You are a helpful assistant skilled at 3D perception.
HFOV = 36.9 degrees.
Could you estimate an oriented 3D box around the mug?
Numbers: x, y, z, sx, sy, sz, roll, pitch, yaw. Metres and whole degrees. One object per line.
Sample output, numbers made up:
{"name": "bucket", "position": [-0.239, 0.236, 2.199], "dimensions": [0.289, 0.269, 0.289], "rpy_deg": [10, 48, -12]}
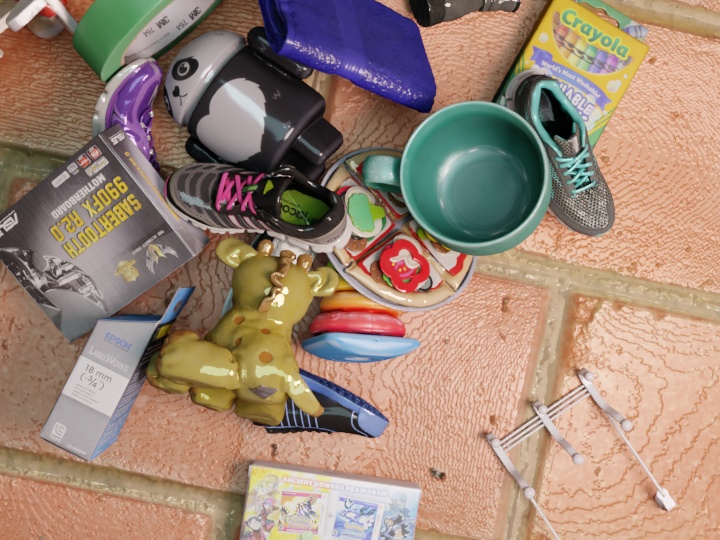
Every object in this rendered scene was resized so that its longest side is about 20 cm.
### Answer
{"name": "mug", "position": [0.114, -0.101, 1.148], "dimensions": [0.185, 0.114, 0.152], "rpy_deg": [39, 94, 15]}

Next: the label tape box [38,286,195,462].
{"name": "label tape box", "position": [-0.258, 0.093, 1.163], "dimensions": [0.063, 0.144, 0.201], "rpy_deg": [27, 88, -2]}

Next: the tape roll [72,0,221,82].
{"name": "tape roll", "position": [-0.209, -0.280, 1.131], "dimensions": [0.200, 0.200, 0.048], "rpy_deg": [-40, 94, -3]}

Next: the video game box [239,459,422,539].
{"name": "video game box", "position": [-0.042, 0.321, 1.232], "dimensions": [0.199, 0.047, 0.183], "rpy_deg": [9, 92, -5]}

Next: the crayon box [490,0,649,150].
{"name": "crayon box", "position": [0.241, -0.226, 1.242], "dimensions": [0.125, 0.052, 0.201], "rpy_deg": [29, 88, -4]}

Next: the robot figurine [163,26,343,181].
{"name": "robot figurine", "position": [-0.119, -0.172, 1.175], "dimensions": [0.200, 0.125, 0.150], "rpy_deg": [37, 83, 0]}

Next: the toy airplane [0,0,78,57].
{"name": "toy airplane", "position": [-0.351, -0.297, 1.151], "dimensions": [0.199, 0.141, 0.200], "rpy_deg": [-6, 61, 13]}

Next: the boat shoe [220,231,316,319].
{"name": "boat shoe", "position": [-0.094, -0.005, 1.216], "dimensions": [0.076, 0.060, 0.200], "rpy_deg": [37, 86, -17]}

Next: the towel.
{"name": "towel", "position": [-0.016, -0.247, 1.158], "dimensions": [0.199, 0.050, 0.148], "rpy_deg": [17, 45, -31]}

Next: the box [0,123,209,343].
{"name": "box", "position": [-0.286, -0.036, 1.155], "dimensions": [0.200, 0.048, 0.159], "rpy_deg": [-32, 101, 24]}

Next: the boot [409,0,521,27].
{"name": "boot", "position": [0.104, -0.378, 1.232], "dimensions": [0.130, 0.068, 0.201], "rpy_deg": [-17, 90, -17]}

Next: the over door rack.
{"name": "over door rack", "position": [0.258, 0.235, 1.243], "dimensions": [0.147, 0.067, 0.200], "rpy_deg": [-33, 93, -2]}

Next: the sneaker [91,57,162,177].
{"name": "sneaker", "position": [-0.244, -0.132, 1.177], "dimensions": [0.083, 0.081, 0.201], "rpy_deg": [23, 110, 15]}

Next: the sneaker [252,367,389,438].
{"name": "sneaker", "position": [-0.069, 0.155, 1.219], "dimensions": [0.199, 0.070, 0.078], "rpy_deg": [25, 92, 2]}

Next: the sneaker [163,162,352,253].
{"name": "sneaker", "position": [-0.102, -0.075, 1.101], "dimensions": [0.199, 0.087, 0.074], "rpy_deg": [15, 70, -2]}

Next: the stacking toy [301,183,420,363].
{"name": "stacking toy", "position": [0.000, 0.000, 1.211], "dimensions": [0.116, 0.110, 0.201], "rpy_deg": [5, 79, -20]}

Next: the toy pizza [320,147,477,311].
{"name": "toy pizza", "position": [0.046, -0.051, 1.192], "dimensions": [0.199, 0.032, 0.201], "rpy_deg": [11, 63, -21]}

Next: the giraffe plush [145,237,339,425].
{"name": "giraffe plush", "position": [-0.111, 0.056, 1.114], "dimensions": [0.172, 0.200, 0.163], "rpy_deg": [26, 67, -30]}

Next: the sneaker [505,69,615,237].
{"name": "sneaker", "position": [0.220, -0.125, 1.172], "dimensions": [0.077, 0.091, 0.201], "rpy_deg": [-29, 95, 0]}
